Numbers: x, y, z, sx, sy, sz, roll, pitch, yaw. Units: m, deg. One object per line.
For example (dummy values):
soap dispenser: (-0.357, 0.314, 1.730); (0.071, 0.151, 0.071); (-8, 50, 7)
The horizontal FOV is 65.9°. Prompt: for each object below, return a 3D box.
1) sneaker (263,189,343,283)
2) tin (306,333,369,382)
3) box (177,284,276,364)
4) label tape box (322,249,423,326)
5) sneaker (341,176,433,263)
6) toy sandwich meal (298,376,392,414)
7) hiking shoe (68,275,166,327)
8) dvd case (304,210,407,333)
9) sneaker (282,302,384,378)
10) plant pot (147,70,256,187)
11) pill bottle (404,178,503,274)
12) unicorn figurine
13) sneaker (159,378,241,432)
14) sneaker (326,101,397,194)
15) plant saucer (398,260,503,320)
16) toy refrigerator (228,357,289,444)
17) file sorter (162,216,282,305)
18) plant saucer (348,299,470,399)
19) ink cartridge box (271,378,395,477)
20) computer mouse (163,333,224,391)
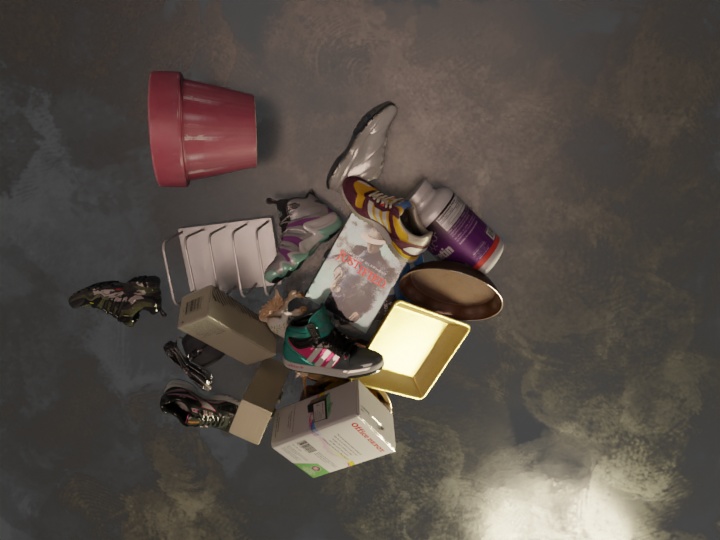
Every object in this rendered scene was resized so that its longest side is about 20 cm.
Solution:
sneaker: (-0.143, -0.079, 1.067); (0.140, 0.078, 0.200); (47, 59, 0)
tin: (-0.043, 0.191, 1.177); (0.196, 0.042, 0.114); (17, 101, -1)
box: (-0.252, 0.110, 1.075); (0.081, 0.069, 0.200); (-19, 143, 22)
label tape box: (0.033, 0.022, 1.115); (0.196, 0.066, 0.146); (-7, 104, 7)
sneaker: (0.051, -0.112, 1.000); (0.200, 0.075, 0.090); (45, 143, 6)
toy sandwich meal: (-0.033, 0.295, 1.158); (0.201, 0.071, 0.208); (5, 125, 6)
hiking shoe: (-0.508, 0.074, 1.155); (0.196, 0.076, 0.103); (-8, 101, 5)
dvd case: (0.000, 0.000, 1.068); (0.145, 0.022, 0.202); (31, 100, -4)
sneaker: (-0.054, 0.123, 1.023); (0.196, 0.084, 0.123); (2, 112, 13)
plant pot: (-0.280, -0.254, 1.008); (0.175, 0.200, 0.204); (-3, 105, -12)
pill bottle: (0.169, -0.077, 1.056); (0.200, 0.113, 0.113); (42, 103, -7)
unicorn figurine: (-0.123, 0.130, 1.115); (0.137, 0.074, 0.200); (-40, 97, 20)
sneaker: (-0.344, 0.312, 1.201); (0.197, 0.086, 0.082); (18, 107, -2)
sneaker: (0.014, -0.226, 1.058); (0.086, 0.075, 0.201); (29, 111, -16)
plant saucer: (0.171, 0.035, 1.048); (0.197, 0.201, 0.035); (18, 65, -1)
toy refrigerator: (-0.195, 0.256, 1.118); (0.069, 0.200, 0.077); (24, 104, -4)
file sorter: (-0.271, -0.016, 1.093); (0.196, 0.125, 0.142); (-6, 104, 6)
plant saucer: (0.093, 0.153, 1.115); (0.197, 0.049, 0.202); (20, 111, -29)
ink cartridge box: (-0.050, 0.309, 1.074); (0.198, 0.085, 0.145); (-25, 128, 21)
computer mouse: (-0.319, 0.159, 1.178); (0.200, 0.053, 0.139); (-42, 98, 12)
